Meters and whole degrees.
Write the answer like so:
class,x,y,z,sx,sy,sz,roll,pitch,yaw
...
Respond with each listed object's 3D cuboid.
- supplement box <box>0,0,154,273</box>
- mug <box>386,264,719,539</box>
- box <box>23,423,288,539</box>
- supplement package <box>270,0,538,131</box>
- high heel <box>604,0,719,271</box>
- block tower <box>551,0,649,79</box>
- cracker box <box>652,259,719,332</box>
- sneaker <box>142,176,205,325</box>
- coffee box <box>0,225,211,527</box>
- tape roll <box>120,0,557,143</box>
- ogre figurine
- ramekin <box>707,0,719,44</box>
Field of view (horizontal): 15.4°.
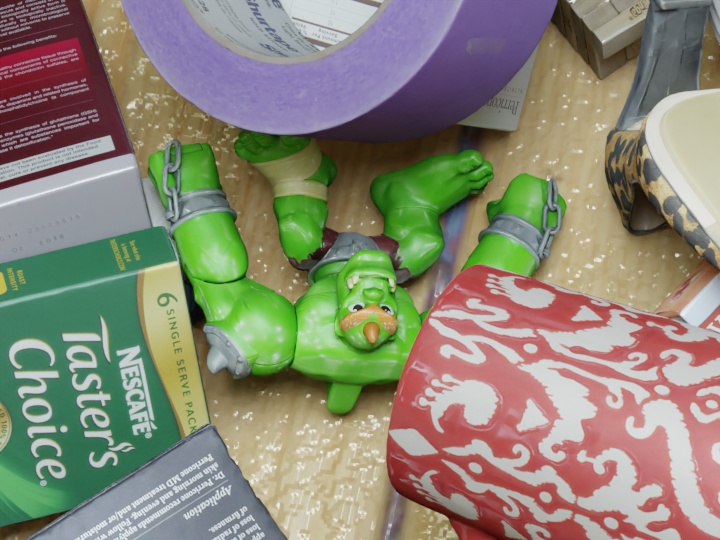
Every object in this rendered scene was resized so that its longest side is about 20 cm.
class,x,y,z,sx,sy,sz,roll,pitch,yaw
supplement box,-0.176,-0.077,1.321,0.109,0.061,0.200,-16,44,-6
mug,0.112,0.096,1.120,0.200,0.134,0.178,21,68,21
box,-0.102,0.204,1.171,0.200,0.104,0.182,-31,79,-20
supplement package,0.032,-0.179,1.295,0.109,0.114,0.201,19,99,30
high heel,0.153,-0.026,1.220,0.071,0.143,0.200,0,40,-4
block tower,0.091,-0.188,1.369,0.054,0.058,0.200,-33,65,-5
cracker box,0.248,0.046,1.206,0.134,0.058,0.200,-44,95,-9
sneaker,-0.168,-0.008,1.340,0.199,0.075,0.087,-4,55,1
coffee box,-0.173,0.060,1.256,0.199,0.123,0.044,-13,27,-10
tape roll,-0.011,-0.159,1.205,0.200,0.085,0.201,0,89,33
ogre figurine,0.000,0.000,1.287,0.200,0.098,0.120,13,63,-28
ramekin,0.247,-0.159,1.261,0.202,0.202,0.095,-13,80,4
